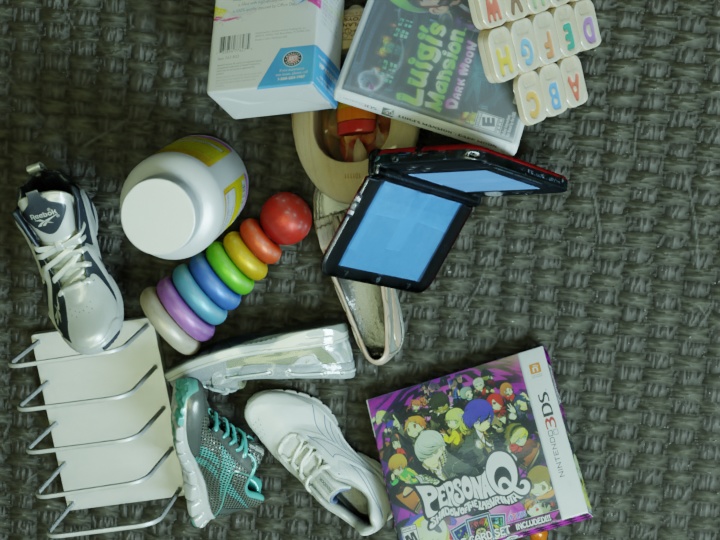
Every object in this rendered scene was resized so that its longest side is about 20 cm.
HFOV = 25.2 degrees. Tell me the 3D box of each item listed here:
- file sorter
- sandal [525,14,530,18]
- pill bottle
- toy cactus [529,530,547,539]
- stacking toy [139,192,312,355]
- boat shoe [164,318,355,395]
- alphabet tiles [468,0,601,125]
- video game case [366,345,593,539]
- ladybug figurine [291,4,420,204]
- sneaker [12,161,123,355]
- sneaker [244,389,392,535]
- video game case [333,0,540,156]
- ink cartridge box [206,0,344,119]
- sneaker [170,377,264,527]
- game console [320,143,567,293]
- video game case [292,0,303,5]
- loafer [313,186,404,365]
[{"bbox_3d":[-0.277,0.167,1.691,0.137,0.125,0.202,-8,101,9],"label":"file sorter"},{"bbox_3d":[0.112,-0.319,1.560,0.045,0.075,0.201,-34,81,24],"label":"sandal"},{"bbox_3d":[-0.177,-0.071,1.588,0.103,0.200,0.105,1,102,7],"label":"pill bottle"},{"bbox_3d":[0.156,0.320,1.701,0.164,0.102,0.202,-8,104,28],"label":"toy cactus"},{"bbox_3d":[-0.130,-0.005,1.667,0.200,0.085,0.086,-40,95,6],"label":"stacking toy"},{"bbox_3d":[-0.106,0.100,1.684,0.200,0.074,0.065,-13,96,2],"label":"boat shoe"},{"bbox_3d":[0.167,-0.244,1.521,0.015,0.199,0.197,-5,103,39],"label":"alphabet tiles"},{"bbox_3d":[0.120,0.192,1.651,0.198,0.036,0.183,-17,68,11],"label":"video game case"},{"bbox_3d":[0.001,-0.162,1.595,0.134,0.072,0.202,0,83,19],"label":"ladybug figurine"},{"bbox_3d":[-0.299,-0.022,1.605,0.079,0.130,0.201,-15,60,8],"label":"sneaker"},{"bbox_3d":[-0.040,0.199,1.689,0.199,0.087,0.075,38,106,-1],"label":"sneaker"},{"bbox_3d":[0.087,-0.219,1.550,0.180,0.023,0.201,17,61,3],"label":"video game case"},{"bbox_3d":[-0.078,-0.257,1.569,0.114,0.068,0.202,-3,72,21],"label":"ink cartridge box"},{"bbox_3d":[-0.148,0.184,1.688,0.090,0.078,0.201,-9,133,-2],"label":"sneaker"},{"bbox_3d":[0.084,-0.045,1.549,0.171,0.199,0.120,-1,84,33],"label":"game console"},{"bbox_3d":[-0.039,-0.377,1.522,0.182,0.200,0.045,56,146,-8],"label":"video game case"},{"bbox_3d":[0.000,0.000,1.652,0.071,0.063,0.202,-16,100,9],"label":"loafer"}]
